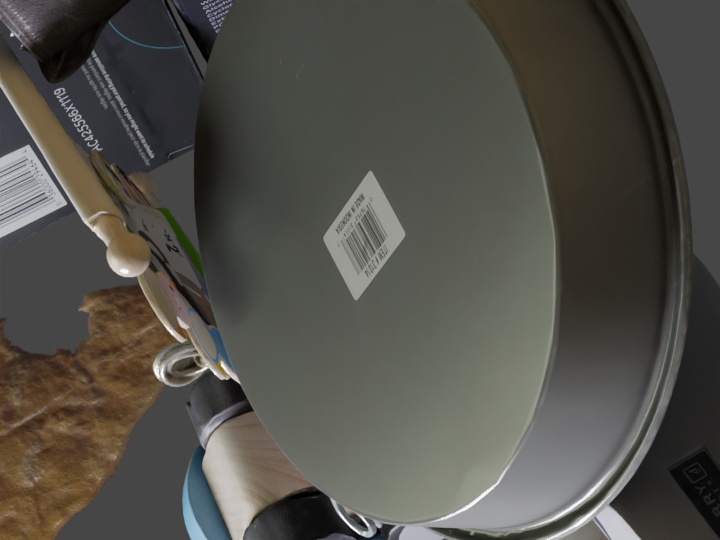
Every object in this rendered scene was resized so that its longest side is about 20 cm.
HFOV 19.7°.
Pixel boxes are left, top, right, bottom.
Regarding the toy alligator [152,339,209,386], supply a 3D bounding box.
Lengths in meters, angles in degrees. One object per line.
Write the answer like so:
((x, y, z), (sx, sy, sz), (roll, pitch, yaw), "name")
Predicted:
((0.000, 0.000, 0.820), (0.059, 0.200, 0.054), (24, -150, -54), "toy alligator")

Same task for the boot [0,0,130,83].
((-0.071, -0.157, 0.609), (0.200, 0.173, 0.069), (62, -179, -43), "boot")

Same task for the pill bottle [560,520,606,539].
((0.083, 0.080, 0.855), (0.201, 0.110, 0.111), (63, 180, 25), "pill bottle")

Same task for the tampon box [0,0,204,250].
((-0.168, -0.143, 0.939), (0.201, 0.126, 0.150), (62, 179, 35), "tampon box")

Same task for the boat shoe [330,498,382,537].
((0.022, 0.059, 0.745), (0.202, 0.065, 0.075), (-6, 112, 60), "boat shoe")

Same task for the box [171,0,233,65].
((-0.068, -0.213, 0.921), (0.198, 0.117, 0.200), (62, -179, 14), "box")

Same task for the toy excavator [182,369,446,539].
((0.000, 0.121, 1.010), (0.100, 0.193, 0.200), (63, 151, 29), "toy excavator")

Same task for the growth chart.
((-0.078, -0.013, 0.736), (0.145, 0.018, 0.200), (53, 180, 23), "growth chart")

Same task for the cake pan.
((0.013, -0.014, 0.605), (0.200, 0.037, 0.202), (17, 111, 50), "cake pan")

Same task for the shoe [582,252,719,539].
((0.102, 0.074, 0.624), (0.201, 0.071, 0.091), (59, 174, 37), "shoe")

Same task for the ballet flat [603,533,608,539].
((0.090, 0.036, 0.760), (0.201, 0.070, 0.071), (63, 180, -2), "ballet flat")
